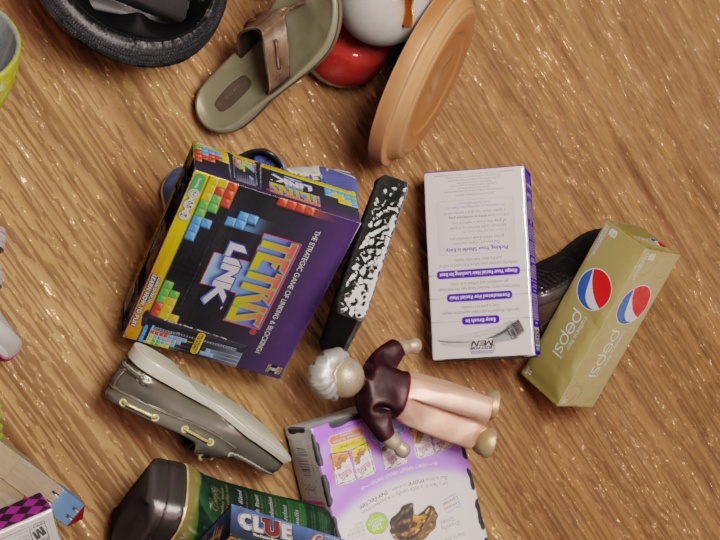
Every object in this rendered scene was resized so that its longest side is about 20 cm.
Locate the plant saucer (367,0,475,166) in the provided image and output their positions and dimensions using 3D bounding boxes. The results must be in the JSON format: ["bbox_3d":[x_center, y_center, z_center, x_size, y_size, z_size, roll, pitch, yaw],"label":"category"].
[{"bbox_3d":[0.068,-0.196,1.446,0.032,0.200,0.200,27,71,9],"label":"plant saucer"}]

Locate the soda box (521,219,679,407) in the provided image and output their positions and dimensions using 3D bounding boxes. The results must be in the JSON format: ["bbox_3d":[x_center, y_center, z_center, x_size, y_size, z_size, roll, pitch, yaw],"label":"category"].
[{"bbox_3d":[0.256,0.049,1.523,0.068,0.064,0.200,7,116,-44],"label":"soda box"}]

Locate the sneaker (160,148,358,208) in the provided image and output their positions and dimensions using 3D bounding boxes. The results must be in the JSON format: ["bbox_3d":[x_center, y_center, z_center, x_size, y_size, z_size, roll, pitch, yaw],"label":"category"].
[{"bbox_3d":[-0.085,-0.071,1.396,0.199,0.115,0.081,2,85,-27],"label":"sneaker"}]

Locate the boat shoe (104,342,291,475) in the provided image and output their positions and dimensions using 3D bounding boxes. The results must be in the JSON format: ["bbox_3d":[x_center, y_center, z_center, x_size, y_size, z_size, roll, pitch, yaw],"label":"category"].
[{"bbox_3d":[-0.155,0.145,1.367,0.202,0.072,0.060,37,91,-27],"label":"boat shoe"}]

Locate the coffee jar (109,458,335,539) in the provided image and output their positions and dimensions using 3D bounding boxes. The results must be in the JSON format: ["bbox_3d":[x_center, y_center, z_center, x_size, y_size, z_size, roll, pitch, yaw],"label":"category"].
[{"bbox_3d":[-0.132,0.248,1.346,0.200,0.104,0.085,22,39,-24],"label":"coffee jar"}]

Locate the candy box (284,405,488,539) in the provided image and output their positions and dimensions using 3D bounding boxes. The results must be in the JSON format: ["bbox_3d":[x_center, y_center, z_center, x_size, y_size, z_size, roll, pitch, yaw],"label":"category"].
[{"bbox_3d":[0.030,0.234,1.449,0.168,0.072,0.200,-14,91,-28],"label":"candy box"}]

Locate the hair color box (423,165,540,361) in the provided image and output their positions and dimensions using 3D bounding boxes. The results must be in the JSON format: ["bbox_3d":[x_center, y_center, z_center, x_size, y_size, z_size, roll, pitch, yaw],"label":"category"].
[{"bbox_3d":[0.129,-0.006,1.501,0.109,0.065,0.200,-3,84,13],"label":"hair color box"}]

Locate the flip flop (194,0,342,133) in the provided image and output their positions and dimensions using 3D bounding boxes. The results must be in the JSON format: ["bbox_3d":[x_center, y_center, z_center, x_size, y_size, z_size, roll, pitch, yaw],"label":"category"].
[{"bbox_3d":[-0.095,-0.212,1.379,0.081,0.200,0.058,53,20,16],"label":"flip flop"}]

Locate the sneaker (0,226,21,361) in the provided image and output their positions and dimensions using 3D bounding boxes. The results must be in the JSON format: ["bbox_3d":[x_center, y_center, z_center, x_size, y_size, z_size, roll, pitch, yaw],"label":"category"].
[{"bbox_3d":[-0.352,-0.013,1.274,0.088,0.081,0.200,-32,100,-24],"label":"sneaker"}]

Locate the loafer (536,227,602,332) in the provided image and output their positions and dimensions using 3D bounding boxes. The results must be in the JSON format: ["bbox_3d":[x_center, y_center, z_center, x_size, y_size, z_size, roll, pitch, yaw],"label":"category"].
[{"bbox_3d":[0.249,0.011,1.594,0.200,0.073,0.071,-21,127,-27],"label":"loafer"}]

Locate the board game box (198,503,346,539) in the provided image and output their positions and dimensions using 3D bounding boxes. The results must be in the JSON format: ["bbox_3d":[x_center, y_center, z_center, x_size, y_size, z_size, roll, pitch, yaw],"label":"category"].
[{"bbox_3d":[-0.107,0.297,1.310,0.135,0.200,0.035,22,41,-24],"label":"board game box"}]

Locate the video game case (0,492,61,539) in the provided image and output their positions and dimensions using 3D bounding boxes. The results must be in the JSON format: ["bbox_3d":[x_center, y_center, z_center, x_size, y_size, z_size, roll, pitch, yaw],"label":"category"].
[{"bbox_3d":[-0.342,0.305,1.218,0.200,0.036,0.182,-22,123,-22],"label":"video game case"}]

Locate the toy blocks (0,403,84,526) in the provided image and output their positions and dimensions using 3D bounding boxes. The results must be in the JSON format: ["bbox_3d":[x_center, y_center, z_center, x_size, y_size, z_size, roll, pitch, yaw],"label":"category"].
[{"bbox_3d":[-0.341,0.229,1.257,0.137,0.100,0.200,44,78,-26],"label":"toy blocks"}]

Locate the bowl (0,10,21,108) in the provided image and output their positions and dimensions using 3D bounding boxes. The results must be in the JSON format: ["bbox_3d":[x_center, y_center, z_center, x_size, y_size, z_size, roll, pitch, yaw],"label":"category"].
[{"bbox_3d":[-0.397,-0.155,1.237,0.200,0.200,0.108,-15,134,-27],"label":"bowl"}]

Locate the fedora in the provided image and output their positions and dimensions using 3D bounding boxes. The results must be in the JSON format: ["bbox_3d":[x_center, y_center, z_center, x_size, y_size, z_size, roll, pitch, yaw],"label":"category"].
[{"bbox_3d":[-0.230,-0.280,1.356,0.200,0.092,0.201,3,83,-26],"label":"fedora"}]

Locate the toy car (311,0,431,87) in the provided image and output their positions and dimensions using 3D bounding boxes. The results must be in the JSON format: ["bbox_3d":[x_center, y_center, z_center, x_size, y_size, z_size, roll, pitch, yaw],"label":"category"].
[{"bbox_3d":[0.009,-0.285,1.417,0.184,0.200,0.177,-8,88,-28],"label":"toy car"}]

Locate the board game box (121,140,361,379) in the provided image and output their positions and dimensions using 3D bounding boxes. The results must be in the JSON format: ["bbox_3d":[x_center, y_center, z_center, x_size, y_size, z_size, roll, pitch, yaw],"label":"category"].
[{"bbox_3d":[-0.115,-0.005,1.334,0.165,0.057,0.200,17,122,-18],"label":"board game box"}]

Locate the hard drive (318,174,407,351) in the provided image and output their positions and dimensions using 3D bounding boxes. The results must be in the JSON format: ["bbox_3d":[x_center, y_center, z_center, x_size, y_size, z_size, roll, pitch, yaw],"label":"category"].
[{"bbox_3d":[0.000,0.000,1.386,0.033,0.200,0.140,19,76,-1],"label":"hard drive"}]

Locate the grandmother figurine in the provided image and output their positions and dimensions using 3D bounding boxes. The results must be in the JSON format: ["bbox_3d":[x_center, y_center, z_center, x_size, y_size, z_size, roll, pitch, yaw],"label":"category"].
[{"bbox_3d":[0.041,0.120,1.400,0.200,0.061,0.121,17,56,-20],"label":"grandmother figurine"}]
